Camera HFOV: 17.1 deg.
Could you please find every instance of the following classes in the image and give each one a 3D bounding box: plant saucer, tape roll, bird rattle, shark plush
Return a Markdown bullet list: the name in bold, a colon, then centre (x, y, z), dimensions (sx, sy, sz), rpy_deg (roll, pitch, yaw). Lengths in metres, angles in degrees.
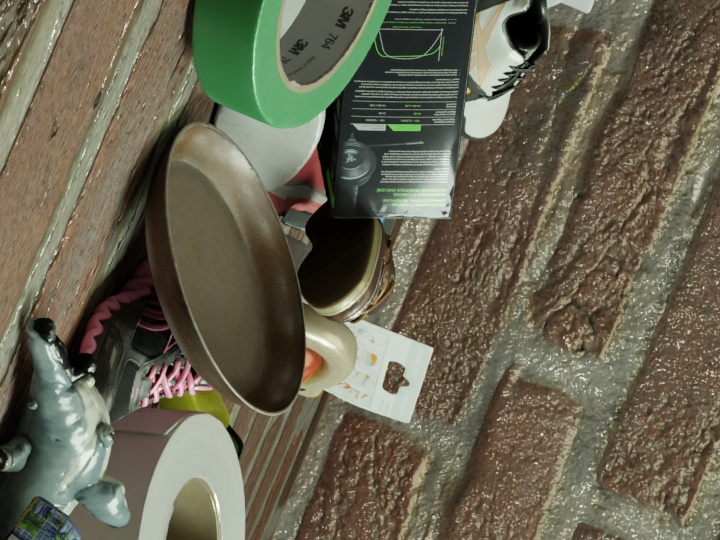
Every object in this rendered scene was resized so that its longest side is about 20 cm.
- **plant saucer**: centre (-0.092, 0.001, 1.579), dimensions (0.200, 0.032, 0.201), rpy_deg (-15, 90, -70)
- **tape roll**: centre (-0.151, 0.197, 1.713), dimensions (0.202, 0.071, 0.203), rpy_deg (3, 90, -70)
- **bird rattle**: centre (-0.081, 0.043, 1.788), dimensions (0.200, 0.163, 0.113), rpy_deg (121, -22, -54)
- **tape roll**: centre (-0.034, -0.191, 1.522), dimensions (0.201, 0.048, 0.201), rpy_deg (-52, 156, -36)
- **shark plush**: centre (-0.185, 0.107, 1.421), dimensions (0.083, 0.091, 0.200), rpy_deg (-27, 160, -29)

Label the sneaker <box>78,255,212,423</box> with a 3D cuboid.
- **sneaker**: centre (-0.131, 0.056, 1.586), dimensions (0.200, 0.095, 0.079), rpy_deg (-57, 172, -60)

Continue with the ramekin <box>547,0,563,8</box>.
- **ramekin**: centre (0.080, -0.269, 1.887), dimensions (0.094, 0.202, 0.203), rpy_deg (-51, 167, -32)

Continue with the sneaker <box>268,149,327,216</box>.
- **sneaker**: centre (-0.054, -0.091, 1.855), dimensions (0.200, 0.074, 0.087), rpy_deg (-18, 127, -79)

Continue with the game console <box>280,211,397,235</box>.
- **game console**: centre (-0.006, -0.119, 2.025), dimensions (0.176, 0.116, 0.201), rpy_deg (-29, 141, -82)

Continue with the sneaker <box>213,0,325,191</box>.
- **sneaker**: centre (-0.052, -0.152, 1.697), dimensions (0.089, 0.075, 0.200), rpy_deg (-83, -169, -62)

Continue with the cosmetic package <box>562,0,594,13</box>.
- **cosmetic package**: centre (0.144, -0.359, 2.085), dimensions (0.200, 0.199, 0.123), rpy_deg (105, 6, -59)

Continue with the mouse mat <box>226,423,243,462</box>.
- **mouse mat**: centre (-0.150, 0.181, 1.903), dimensions (0.161, 0.008, 0.200), rpy_deg (-62, -158, 6)

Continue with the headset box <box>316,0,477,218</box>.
- **headset box**: centre (0.019, -0.154, 1.749), dimensions (0.174, 0.092, 0.200), rpy_deg (-102, -166, -55)

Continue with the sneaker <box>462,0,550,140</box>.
- **sneaker**: centre (0.101, -0.164, 1.824), dimensions (0.074, 0.080, 0.200), rpy_deg (-35, 150, -25)

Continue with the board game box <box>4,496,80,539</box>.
- **board game box**: centre (-0.240, 0.266, 1.405), dimensions (0.200, 0.062, 0.200), rpy_deg (-59, 180, 41)

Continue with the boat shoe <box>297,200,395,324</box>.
- **boat shoe**: centre (0.000, 0.000, 1.769), dimensions (0.072, 0.072, 0.200), rpy_deg (-37, -163, 9)

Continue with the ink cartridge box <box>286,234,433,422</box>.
- **ink cartridge box**: centre (-0.035, 0.038, 1.918), dimensions (0.160, 0.200, 0.047), rpy_deg (103, 11, -64)
